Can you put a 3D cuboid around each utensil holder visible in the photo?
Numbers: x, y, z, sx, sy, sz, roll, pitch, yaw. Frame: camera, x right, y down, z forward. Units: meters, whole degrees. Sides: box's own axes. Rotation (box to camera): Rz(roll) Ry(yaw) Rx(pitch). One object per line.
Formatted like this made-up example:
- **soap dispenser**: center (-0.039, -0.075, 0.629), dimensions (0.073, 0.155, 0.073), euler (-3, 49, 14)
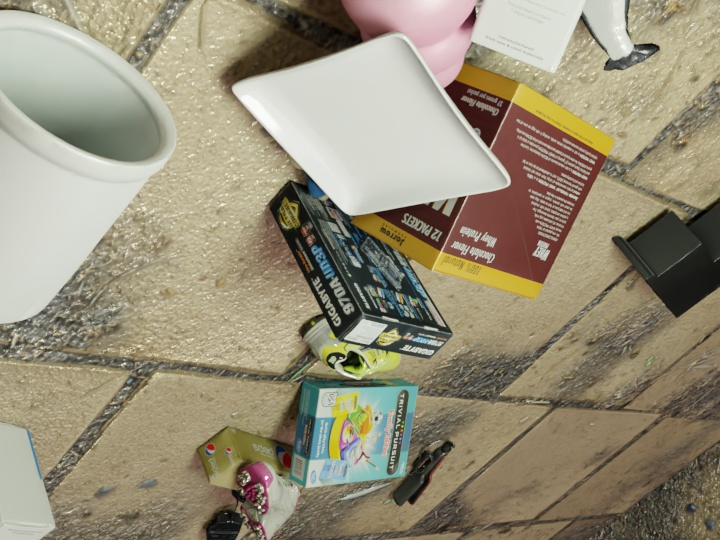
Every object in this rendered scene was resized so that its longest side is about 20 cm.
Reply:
- **utensil holder**: center (-0.275, -0.079, 0.740), dimensions (0.170, 0.170, 0.200), euler (13, 131, -46)

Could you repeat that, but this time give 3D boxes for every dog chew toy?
- **dog chew toy**: center (0.050, -0.233, 0.819), dimensions (0.124, 0.125, 0.200), euler (-28, 155, -2)

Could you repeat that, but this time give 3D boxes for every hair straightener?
- **hair straightener**: center (0.119, 0.394, 1.772), dimensions (0.077, 0.041, 0.200), euler (4, 135, -40)

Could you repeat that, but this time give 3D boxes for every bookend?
- **bookend**: center (0.533, -0.044, 1.446), dimensions (0.199, 0.092, 0.200), euler (-40, 144, 14)

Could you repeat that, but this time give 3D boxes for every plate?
- **plate**: center (0.013, -0.133, 0.843), dimensions (0.199, 0.032, 0.200), euler (-8, 140, 38)

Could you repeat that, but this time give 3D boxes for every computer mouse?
- **computer mouse**: center (-0.221, 0.408, 1.558), dimensions (0.059, 0.034, 0.200), euler (10, 127, -22)

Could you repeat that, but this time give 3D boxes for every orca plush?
- **orca plush**: center (0.253, -0.300, 0.912), dimensions (0.105, 0.071, 0.200), euler (-7, 136, 48)

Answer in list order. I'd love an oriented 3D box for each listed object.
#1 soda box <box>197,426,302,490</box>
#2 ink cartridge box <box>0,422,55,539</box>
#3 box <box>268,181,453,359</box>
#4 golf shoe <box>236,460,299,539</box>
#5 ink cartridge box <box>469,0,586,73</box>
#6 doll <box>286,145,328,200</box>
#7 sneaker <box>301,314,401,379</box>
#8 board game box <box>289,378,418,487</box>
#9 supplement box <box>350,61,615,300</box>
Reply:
- **soda box**: center (-0.162, 0.305, 1.427), dimensions (0.068, 0.064, 0.200), euler (-37, 146, 13)
- **ink cartridge box**: center (-0.484, 0.298, 1.102), dimensions (0.200, 0.146, 0.086), euler (-38, 148, 15)
- **box**: center (0.000, 0.000, 1.013), dimensions (0.046, 0.200, 0.159), euler (-46, 144, 23)
- **golf shoe**: center (-0.135, 0.332, 1.375), dimensions (0.092, 0.075, 0.200), euler (-33, 152, -28)
- **ink cartridge box**: center (0.175, -0.294, 0.773), dimensions (0.145, 0.084, 0.200), euler (-59, 171, -51)
- **doll**: center (0.001, -0.123, 0.985), dimensions (0.200, 0.048, 0.136), euler (3, 134, -43)
- **sneaker**: center (-0.005, 0.124, 1.288), dimensions (0.075, 0.076, 0.200), euler (-45, 145, 20)
- **board game box**: center (-0.007, 0.247, 1.405), dimensions (0.200, 0.047, 0.151), euler (4, 97, -40)
- **supplement box**: center (0.133, -0.097, 0.981), dimensions (0.197, 0.133, 0.200), euler (15, 104, -47)
